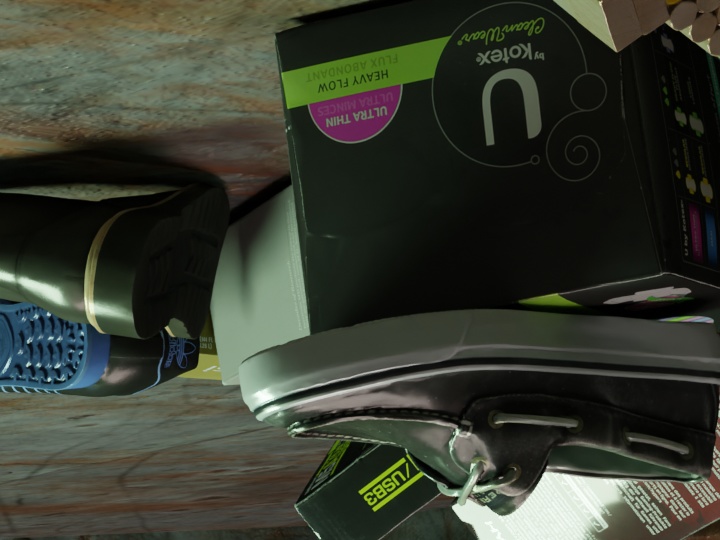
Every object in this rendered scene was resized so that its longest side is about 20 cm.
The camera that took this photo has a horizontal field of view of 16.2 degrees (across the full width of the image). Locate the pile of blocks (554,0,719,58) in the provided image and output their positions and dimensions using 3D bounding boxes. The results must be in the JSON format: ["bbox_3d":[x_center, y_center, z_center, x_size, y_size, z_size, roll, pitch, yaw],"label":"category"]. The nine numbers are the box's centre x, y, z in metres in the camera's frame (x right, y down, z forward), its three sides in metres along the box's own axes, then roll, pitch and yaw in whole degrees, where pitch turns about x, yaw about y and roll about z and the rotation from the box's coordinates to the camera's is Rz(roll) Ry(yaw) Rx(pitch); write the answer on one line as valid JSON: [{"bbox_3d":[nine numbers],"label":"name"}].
[{"bbox_3d":[0.133,-0.107,0.864,0.199,0.082,0.062,14,-158,-41],"label":"pile of blocks"}]

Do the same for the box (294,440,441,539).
[{"bbox_3d":[0.068,0.052,1.303,0.193,0.048,0.200,-41,-176,16],"label":"box"}]

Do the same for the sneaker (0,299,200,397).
[{"bbox_3d":[-0.163,0.035,1.344,0.078,0.071,0.200,4,-176,-36],"label":"sneaker"}]

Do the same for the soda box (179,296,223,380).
[{"bbox_3d":[-0.040,0.026,1.425,0.199,0.068,0.064,6,164,-31],"label":"soda box"}]

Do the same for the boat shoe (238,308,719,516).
[{"bbox_3d":[0.053,0.054,0.931,0.199,0.071,0.072,-1,168,-23],"label":"boat shoe"}]

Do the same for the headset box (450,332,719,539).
[{"bbox_3d":[0.159,0.063,1.195,0.200,0.077,0.149,-38,-176,40],"label":"headset box"}]

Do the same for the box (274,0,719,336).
[{"bbox_3d":[0.076,-0.035,1.015,0.148,0.125,0.200,-11,171,23],"label":"box"}]

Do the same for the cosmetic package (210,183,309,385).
[{"bbox_3d":[0.000,0.000,1.295,0.106,0.091,0.200,-6,168,-22],"label":"cosmetic package"}]

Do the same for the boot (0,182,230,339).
[{"bbox_3d":[-0.145,-0.015,1.219,0.138,0.078,0.200,10,179,10],"label":"boot"}]
